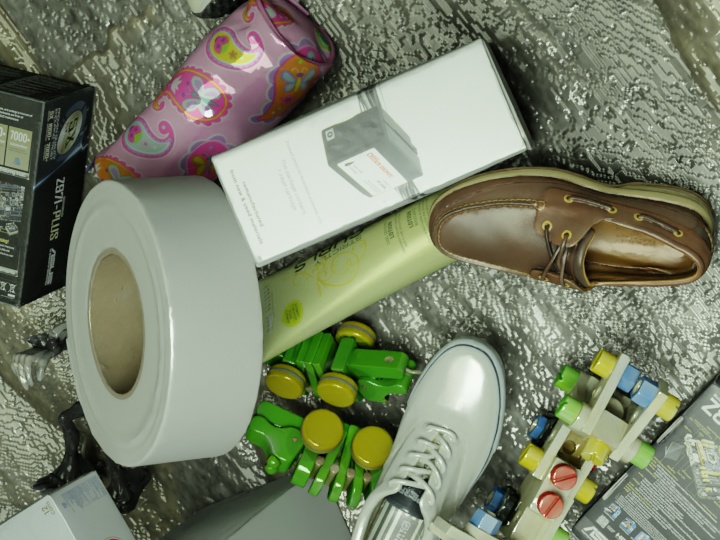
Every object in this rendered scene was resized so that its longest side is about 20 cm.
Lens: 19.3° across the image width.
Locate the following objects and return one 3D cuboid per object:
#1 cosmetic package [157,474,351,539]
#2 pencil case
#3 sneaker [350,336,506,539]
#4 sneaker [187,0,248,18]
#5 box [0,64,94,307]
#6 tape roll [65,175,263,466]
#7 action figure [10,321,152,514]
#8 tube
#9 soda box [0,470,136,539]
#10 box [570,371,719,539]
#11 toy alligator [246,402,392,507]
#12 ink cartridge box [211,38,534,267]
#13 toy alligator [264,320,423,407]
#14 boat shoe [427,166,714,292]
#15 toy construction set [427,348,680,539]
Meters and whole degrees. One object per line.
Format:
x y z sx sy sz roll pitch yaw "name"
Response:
-0.076 0.280 1.568 0.122 0.200 0.200 -22 93 23 "cosmetic package"
-0.110 -0.117 1.559 0.088 0.087 0.200 48 114 5 "pencil case"
0.049 0.144 1.501 0.073 0.071 0.201 21 100 9 "sneaker"
-0.080 -0.279 1.525 0.093 0.070 0.200 41 112 20 "sneaker"
-0.321 -0.079 1.643 0.199 0.086 0.165 14 106 17 "box"
-0.141 0.035 1.487 0.202 0.070 0.204 17 109 60 "tape roll"
-0.197 0.086 1.627 0.118 0.102 0.201 20 110 28 "action figure"
0.000 0.000 1.552 0.199 0.058 0.052 -27 95 22 "tube"
-0.170 0.244 1.455 0.068 0.064 0.201 -32 86 26 "soda box"
0.273 0.195 1.500 0.200 0.049 0.161 43 114 7 "box"
-0.043 0.135 1.566 0.199 0.054 0.059 18 153 -4 "toy alligator"
0.012 -0.083 1.459 0.199 0.145 0.084 -23 92 7 "ink cartridge box"
-0.001 0.077 1.578 0.199 0.059 0.054 8 144 19 "toy alligator"
0.145 -0.024 1.460 0.199 0.068 0.072 4 123 3 "boat shoe"
0.135 0.146 1.485 0.200 0.131 0.092 -45 97 -2 "toy construction set"
